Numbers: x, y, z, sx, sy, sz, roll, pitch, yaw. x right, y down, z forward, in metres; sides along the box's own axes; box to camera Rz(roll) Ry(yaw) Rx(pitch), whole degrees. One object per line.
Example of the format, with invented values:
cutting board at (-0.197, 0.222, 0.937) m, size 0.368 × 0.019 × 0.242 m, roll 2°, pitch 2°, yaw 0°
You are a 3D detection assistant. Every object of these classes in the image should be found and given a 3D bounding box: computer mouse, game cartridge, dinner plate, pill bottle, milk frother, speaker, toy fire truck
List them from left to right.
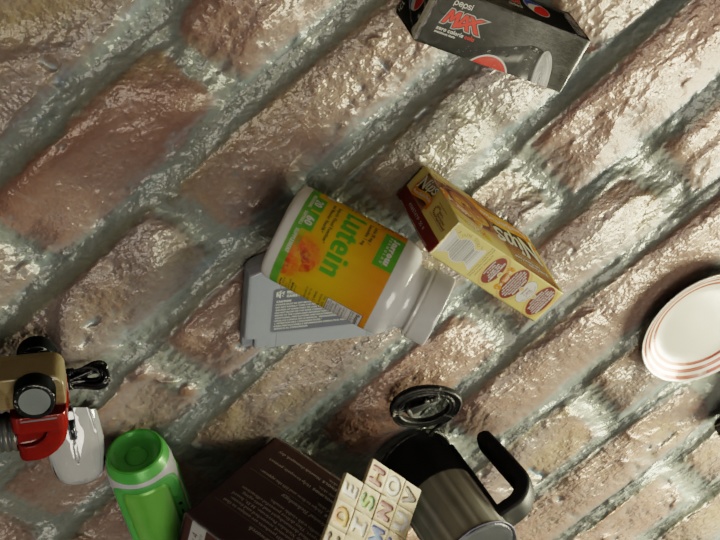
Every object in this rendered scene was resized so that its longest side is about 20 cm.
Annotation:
toy fire truck at (-0.410, 0.197, 1.381) m, size 0.174 × 0.129 × 0.202 m, roll -6°, pitch 122°, yaw -10°
computer mouse at (-0.344, 0.198, 1.492) m, size 0.108 × 0.044 × 0.202 m, roll -12°, pitch 131°, yaw -13°
speaker at (-0.264, 0.294, 1.577) m, size 0.087 × 0.089 × 0.202 m, roll -16°, pitch 132°, yaw -8°
game cartridge at (-0.045, 0.026, 1.478) m, size 0.197 × 0.042 × 0.134 m, roll -5°, pitch 125°, yaw -18°
pill bottle at (0.000, 0.000, 1.364) m, size 0.198 × 0.111 × 0.112 m, roll 28°, pitch 119°, yaw 1°
milk frother at (0.114, 0.277, 1.638) m, size 0.180 × 0.188 × 0.200 m, roll -44°, pitch 134°, yaw 4°
dinner plate at (0.483, 0.077, 1.739) m, size 0.198 × 0.024 × 0.202 m, roll -11°, pitch 130°, yaw -13°

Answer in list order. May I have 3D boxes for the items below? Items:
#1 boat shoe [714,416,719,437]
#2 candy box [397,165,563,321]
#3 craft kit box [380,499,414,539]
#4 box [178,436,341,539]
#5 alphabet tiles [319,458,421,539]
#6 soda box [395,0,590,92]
boat shoe at (0.594, 0.169, 1.852) m, size 0.063 × 0.073 × 0.200 m, roll 43°, pitch 117°, yaw 4°
candy box at (0.142, -0.030, 1.451) m, size 0.055 × 0.116 × 0.199 m, roll -44°, pitch 130°, yaw 18°
craft kit box at (-0.007, 0.411, 1.621) m, size 0.200 × 0.048 × 0.199 m, roll -46°, pitch 154°, yaw -35°
box at (-0.117, 0.357, 1.578) m, size 0.200 × 0.163 × 0.167 m, roll -37°, pitch 152°, yaw -49°
alphabet tiles at (0.012, 0.346, 1.533) m, size 0.167 × 0.007 × 0.202 m, roll 37°, pitch 64°, yaw -35°
soda box at (0.141, -0.256, 1.301) m, size 0.198 × 0.064 × 0.071 m, roll 13°, pitch 122°, yaw -29°
